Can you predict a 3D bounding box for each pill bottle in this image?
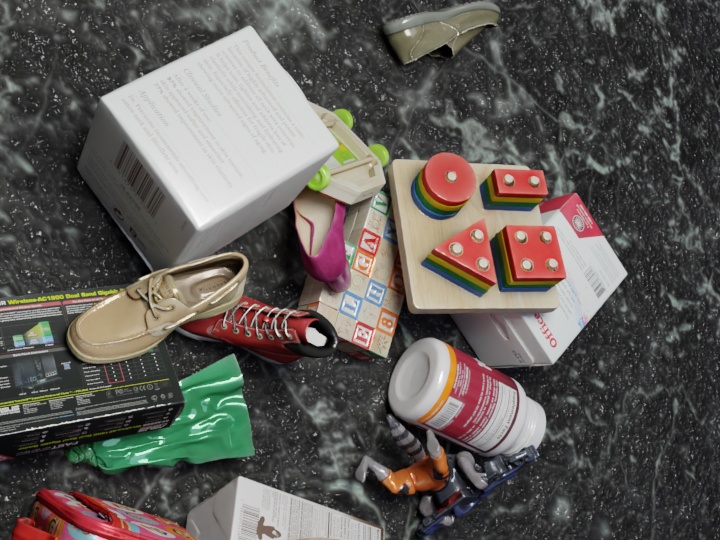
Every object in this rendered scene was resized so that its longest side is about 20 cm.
[{"bbox_3d":[0.144,0.176,1.193,0.199,0.113,0.113,29,68,-27],"label":"pill bottle"}]

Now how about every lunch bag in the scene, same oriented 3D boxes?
[{"bbox_3d":[-0.249,0.269,0.874,0.176,0.200,0.082,26,74,-28],"label":"lunch bag"}]

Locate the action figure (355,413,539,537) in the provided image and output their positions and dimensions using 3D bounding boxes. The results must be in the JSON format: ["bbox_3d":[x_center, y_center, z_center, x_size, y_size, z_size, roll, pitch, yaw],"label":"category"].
[{"bbox_3d":[0.116,0.243,1.148,0.193,0.200,0.105,36,24,-45],"label":"action figure"}]

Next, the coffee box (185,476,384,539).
[{"bbox_3d":[-0.085,0.314,1.014,0.199,0.114,0.080,28,44,-27],"label":"coffee box"}]

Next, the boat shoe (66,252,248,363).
[{"bbox_3d":[-0.205,0.029,0.928,0.200,0.065,0.071,-27,71,-34],"label":"boat shoe"}]

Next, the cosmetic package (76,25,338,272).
[{"bbox_3d":[-0.167,-0.123,0.987,0.200,0.166,0.168,-35,87,-32],"label":"cosmetic package"}]

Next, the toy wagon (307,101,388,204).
[{"bbox_3d":[-0.055,-0.166,1.130,0.200,0.040,0.155,46,33,12],"label":"toy wagon"}]

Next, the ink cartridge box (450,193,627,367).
[{"bbox_3d":[0.235,0.018,1.256,0.200,0.144,0.146,-42,105,-30],"label":"ink cartridge box"}]

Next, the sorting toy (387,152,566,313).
[{"bbox_3d":[0.148,-0.053,1.116,0.198,0.070,0.201,1,67,-19],"label":"sorting toy"}]

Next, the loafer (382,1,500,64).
[{"bbox_3d":[0.118,-0.335,1.287,0.199,0.075,0.070,-20,105,-29],"label":"loafer"}]

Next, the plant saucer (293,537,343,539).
[{"bbox_3d":[-0.062,0.369,0.967,0.199,0.035,0.201,-7,121,-12],"label":"plant saucer"}]

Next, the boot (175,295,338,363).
[{"bbox_3d":[-0.127,0.050,1.019,0.199,0.144,0.073,24,72,-26],"label":"boot"}]

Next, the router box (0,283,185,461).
[{"bbox_3d":[-0.295,0.098,0.916,0.199,0.062,0.150,-6,59,-34],"label":"router box"}]

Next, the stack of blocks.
[{"bbox_3d":[0.000,0.000,1.159,0.115,0.058,0.201,27,69,-26],"label":"stack of blocks"}]

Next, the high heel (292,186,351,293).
[{"bbox_3d":[-0.058,-0.073,1.084,0.096,0.067,0.201,54,24,-61],"label":"high heel"}]

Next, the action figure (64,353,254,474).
[{"bbox_3d":[-0.222,0.172,0.992,0.199,0.055,0.119,-13,91,-27],"label":"action figure"}]
